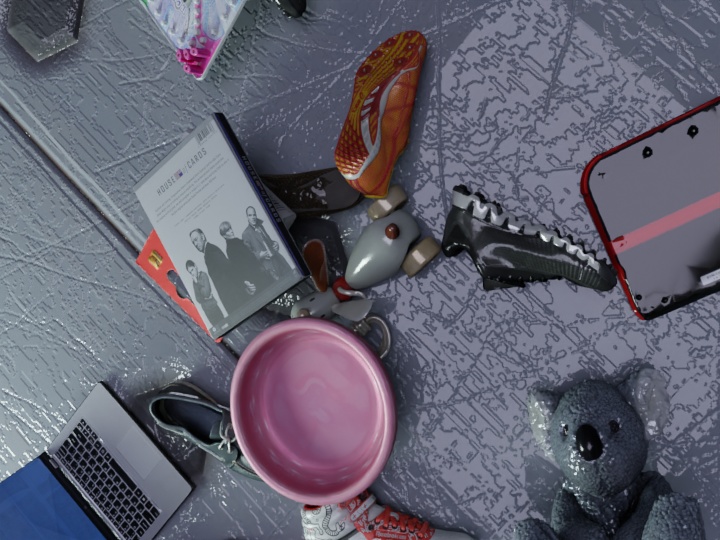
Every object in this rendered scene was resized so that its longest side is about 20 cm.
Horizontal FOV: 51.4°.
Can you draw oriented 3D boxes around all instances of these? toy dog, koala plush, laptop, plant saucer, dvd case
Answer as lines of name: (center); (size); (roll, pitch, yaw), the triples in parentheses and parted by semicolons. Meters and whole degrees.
toy dog: (0.000, 0.000, 0.824); (0.130, 0.096, 0.203); (30, 97, 14)
koala plush: (0.241, 0.204, 0.742); (0.174, 0.183, 0.205); (-20, 63, 26)
laptop: (-0.344, 0.280, 0.908); (0.187, 0.116, 0.201); (43, 100, 11)
plant saucer: (-0.048, 0.151, 0.825); (0.195, 0.051, 0.207); (2, 97, 21)
dvd case: (-0.158, -0.046, 0.830); (0.149, 0.025, 0.203); (-31, 85, 28)

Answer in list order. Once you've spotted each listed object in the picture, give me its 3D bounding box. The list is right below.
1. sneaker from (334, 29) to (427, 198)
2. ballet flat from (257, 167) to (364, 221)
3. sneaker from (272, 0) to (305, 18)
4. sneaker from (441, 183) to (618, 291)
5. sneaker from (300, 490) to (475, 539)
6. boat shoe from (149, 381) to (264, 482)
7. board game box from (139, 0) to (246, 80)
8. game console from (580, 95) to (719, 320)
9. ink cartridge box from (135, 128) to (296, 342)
sneaker: (0.027, -0.175, 0.831); (0.072, 0.077, 0.204); (11, 71, 35)
ballet flat: (-0.082, -0.088, 0.880); (0.195, 0.046, 0.069); (-7, 98, 21)
sneaker: (-0.090, -0.396, 0.861); (0.089, 0.066, 0.205); (-22, 82, 16)
sneaker: (0.171, -0.012, 0.796); (0.197, 0.066, 0.092); (28, 99, 18)
sneaker: (0.026, 0.286, 0.830); (0.196, 0.067, 0.111); (-16, 88, 17)
boat shoe: (-0.164, 0.197, 0.886); (0.196, 0.062, 0.074); (27, 95, 13)
board game box: (-0.195, -0.365, 0.867); (0.201, 0.026, 0.201); (52, 120, 24)
game console: (0.344, -0.068, 0.768); (0.196, 0.031, 0.181); (-25, 88, 14)
ink cartridge box: (-0.186, -0.035, 0.881); (0.160, 0.050, 0.202); (41, 110, 13)
